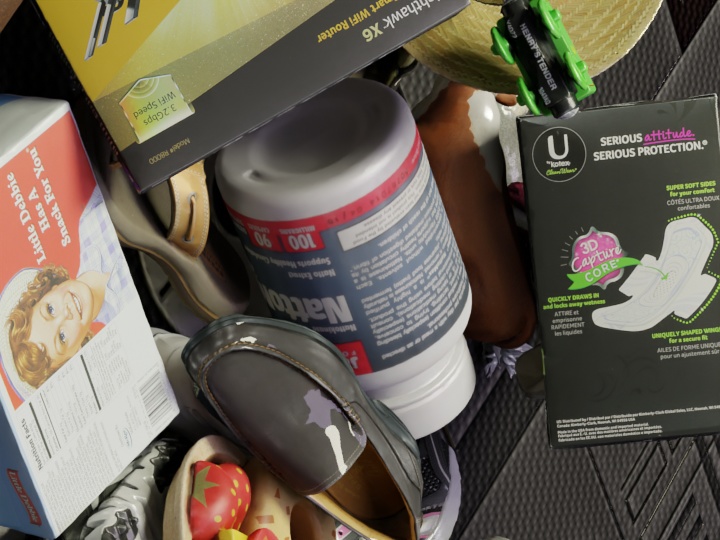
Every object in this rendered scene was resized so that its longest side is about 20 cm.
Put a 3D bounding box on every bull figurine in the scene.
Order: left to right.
[{"bbox_3d":[0.053,-0.045,1.429,0.065,0.121,0.202,-8,85,-51],"label":"bull figurine"}]

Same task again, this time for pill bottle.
[{"bbox_3d":[0.000,0.000,1.338,0.120,0.119,0.201,-52,135,-36],"label":"pill bottle"}]

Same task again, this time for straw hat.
[{"bbox_3d":[0.080,-0.188,1.274,0.199,0.085,0.203,1,84,-11],"label":"straw hat"}]

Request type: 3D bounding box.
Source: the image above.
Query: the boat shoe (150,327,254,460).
[{"bbox_3d":[-0.065,0.083,1.353,0.199,0.065,0.074,17,82,-55],"label":"boat shoe"}]

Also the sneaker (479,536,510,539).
[{"bbox_3d":[0.055,0.250,1.461,0.082,0.200,0.077,36,30,-12],"label":"sneaker"}]

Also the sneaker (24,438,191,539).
[{"bbox_3d":[-0.142,0.146,1.256,0.200,0.090,0.067,-52,124,-72],"label":"sneaker"}]

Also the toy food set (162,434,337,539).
[{"bbox_3d":[-0.053,0.188,1.267,0.200,0.048,0.200,43,34,-65],"label":"toy food set"}]

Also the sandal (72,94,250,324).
[{"bbox_3d":[-0.102,-0.038,1.266,0.200,0.054,0.081,50,28,-49],"label":"sandal"}]

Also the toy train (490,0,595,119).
[{"bbox_3d":[0.067,-0.171,1.196,0.201,0.042,0.056,64,15,1],"label":"toy train"}]

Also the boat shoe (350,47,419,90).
[{"bbox_3d":[0.010,-0.145,1.420,0.073,0.064,0.201,49,57,-48],"label":"boat shoe"}]

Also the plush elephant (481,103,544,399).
[{"bbox_3d":[0.135,0.000,1.546,0.165,0.154,0.201,-48,132,-39],"label":"plush elephant"}]

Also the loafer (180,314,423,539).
[{"bbox_3d":[-0.023,0.092,1.276,0.200,0.073,0.073,37,21,-41],"label":"loafer"}]

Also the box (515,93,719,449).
[{"bbox_3d":[0.169,0.000,1.404,0.149,0.123,0.202,-9,94,-83],"label":"box"}]

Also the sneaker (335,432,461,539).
[{"bbox_3d":[-0.003,0.171,1.453,0.086,0.080,0.201,49,50,-34],"label":"sneaker"}]

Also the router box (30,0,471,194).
[{"bbox_3d":[-0.067,-0.156,1.174,0.199,0.052,0.158,-30,93,-6],"label":"router box"}]

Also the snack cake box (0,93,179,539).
[{"bbox_3d":[-0.177,0.023,1.180,0.115,0.067,0.201,-44,130,-40],"label":"snack cake box"}]

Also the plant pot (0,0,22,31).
[{"bbox_3d":[-0.239,-0.119,0.964,0.200,0.199,0.199,38,77,-51],"label":"plant pot"}]
